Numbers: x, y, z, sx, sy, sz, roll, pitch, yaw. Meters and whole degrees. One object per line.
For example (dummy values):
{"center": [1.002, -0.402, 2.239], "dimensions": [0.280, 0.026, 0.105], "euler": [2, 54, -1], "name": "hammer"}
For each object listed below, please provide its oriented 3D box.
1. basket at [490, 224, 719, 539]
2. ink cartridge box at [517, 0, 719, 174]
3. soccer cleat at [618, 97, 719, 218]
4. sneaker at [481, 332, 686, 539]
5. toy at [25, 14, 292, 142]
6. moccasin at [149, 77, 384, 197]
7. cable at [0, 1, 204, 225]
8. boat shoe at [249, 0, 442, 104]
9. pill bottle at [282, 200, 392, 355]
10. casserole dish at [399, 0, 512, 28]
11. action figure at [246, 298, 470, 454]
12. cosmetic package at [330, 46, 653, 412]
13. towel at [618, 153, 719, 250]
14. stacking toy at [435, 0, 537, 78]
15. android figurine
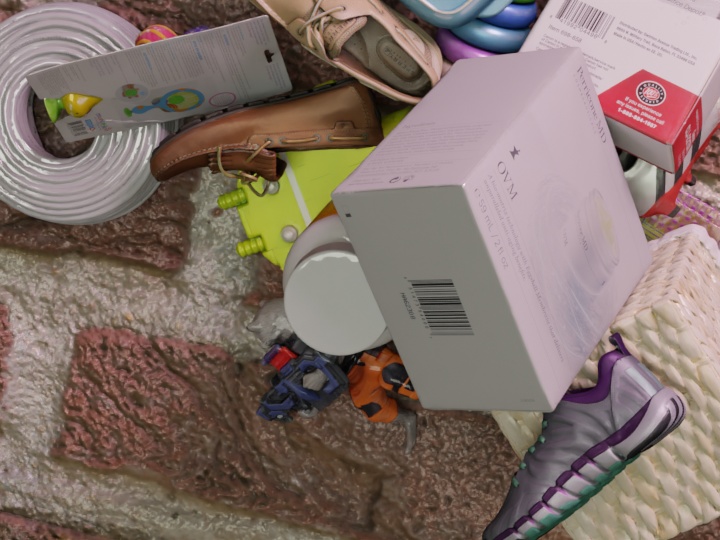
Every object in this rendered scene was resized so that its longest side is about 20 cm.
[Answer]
{"center": [0.233, 0.102, 1.387], "dimensions": [0.198, 0.161, 0.200], "euler": [-28, 99, 25], "name": "basket"}
{"center": [0.233, -0.202, 1.338], "dimensions": [0.144, 0.084, 0.200], "euler": [29, 84, 18], "name": "ink cartridge box"}
{"center": [0.263, -0.138, 1.388], "dimensions": [0.085, 0.069, 0.200], "euler": [28, 99, -16], "name": "soccer cleat"}
{"center": [0.156, 0.137, 1.309], "dimensions": [0.200, 0.074, 0.088], "euler": [-43, 73, 21], "name": "sneaker"}
{"center": [-0.166, -0.169, 1.393], "dimensions": [0.200, 0.115, 0.047], "euler": [-16, 65, 1], "name": "toy"}
{"center": [-0.080, -0.104, 1.426], "dimensions": [0.201, 0.074, 0.078], "euler": [-13, 90, 1], "name": "moccasin"}
{"center": [-0.258, -0.136, 1.488], "dimensions": [0.200, 0.069, 0.200], "euler": [39, 105, 0], "name": "cable"}
{"center": [-0.017, -0.201, 1.333], "dimensions": [0.200, 0.065, 0.071], "euler": [30, 112, -13], "name": "boat shoe"}
{"center": [0.000, 0.000, 1.362], "dimensions": [0.113, 0.200, 0.113], "euler": [3, 106, 9], "name": "pill bottle"}
{"center": [0.046, -0.275, 1.312], "dimensions": [0.200, 0.039, 0.121], "euler": [43, 108, -10], "name": "casserole dish"}
{"center": [-0.016, 0.085, 1.478], "dimensions": [0.193, 0.200, 0.105], "euler": [31, 65, -15], "name": "action figure"}
{"center": [0.108, -0.032, 1.273], "dimensions": [0.123, 0.200, 0.199], "euler": [-2, 124, 37], "name": "cosmetic package"}
{"center": [0.207, -0.030, 1.456], "dimensions": [0.200, 0.023, 0.144], "euler": [31, 105, 3], "name": "towel"}
{"center": [0.121, -0.243, 1.376], "dimensions": [0.085, 0.085, 0.200], "euler": [22, 116, 5], "name": "stacking toy"}
{"center": [-0.026, -0.071, 1.479], "dimensions": [0.200, 0.041, 0.182], "euler": [-17, 98, 11], "name": "android figurine"}
